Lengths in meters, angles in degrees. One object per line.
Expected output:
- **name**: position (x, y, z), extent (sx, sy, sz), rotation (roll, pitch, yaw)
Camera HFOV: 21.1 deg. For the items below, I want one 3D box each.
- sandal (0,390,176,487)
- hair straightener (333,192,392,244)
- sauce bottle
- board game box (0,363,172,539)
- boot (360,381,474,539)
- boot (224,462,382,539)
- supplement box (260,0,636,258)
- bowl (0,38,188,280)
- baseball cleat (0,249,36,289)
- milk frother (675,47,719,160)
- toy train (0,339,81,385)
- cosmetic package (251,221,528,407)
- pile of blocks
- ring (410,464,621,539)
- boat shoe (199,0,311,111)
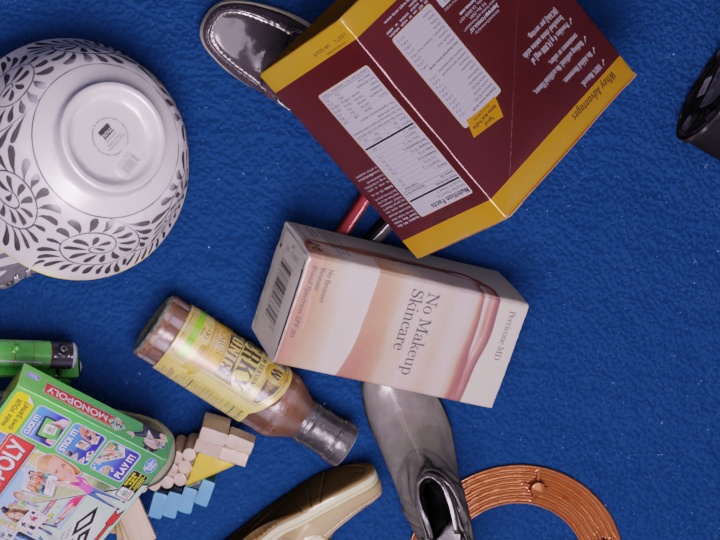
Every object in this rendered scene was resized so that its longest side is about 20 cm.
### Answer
- **sandal**: position (-0.251, 0.134, 1.590), extent (0.200, 0.057, 0.080), rotation (2, 70, 11)
- **hair straightener**: position (0.000, 0.000, 1.644), extent (0.077, 0.041, 0.200), rotation (34, 93, -10)
- **sauce bottle**: position (-0.093, 0.096, 1.637), extent (0.200, 0.065, 0.065), rotation (32, 94, -11)
- **board game box**: position (-0.258, 0.173, 1.560), extent (0.134, 0.029, 0.200), rotation (28, 126, -17)
- **boot**: position (0.057, 0.169, 1.622), extent (0.068, 0.131, 0.201), rotation (-20, 89, -1)
- **boot**: position (-0.036, 0.272, 1.665), extent (0.200, 0.072, 0.155), rotation (-35, 100, 5)
- **supplement box**: position (0.072, -0.157, 1.543), extent (0.200, 0.133, 0.197), rotation (50, 58, -10)
- **bowl**: position (-0.212, -0.097, 1.540), extent (0.200, 0.094, 0.201), rotation (4, 81, -26)
- **baseball cleat**: position (-0.274, -0.011, 1.597), extent (0.106, 0.070, 0.200), rotation (36, 94, -10)
- **milk frother**: position (0.396, -0.134, 1.592), extent (0.188, 0.200, 0.181), rotation (31, 90, -10)
- **toy train**: position (-0.324, 0.072, 1.588), extent (0.199, 0.056, 0.042), rotation (2, 65, -20)
- **cosmetic package**: position (0.024, 0.038, 1.604), extent (0.199, 0.087, 0.104), rotation (11, 106, -21)
- **pile of blocks**: position (-0.178, 0.179, 1.642), extent (0.199, 0.062, 0.082), rotation (-18, 101, 5)
- **ring**: position (0.138, 0.270, 1.712), extent (0.200, 0.019, 0.201), rotation (-1, 99, -6)
- **boat shoe**: position (-0.040, -0.161, 1.604), extent (0.200, 0.065, 0.072), rotation (32, 93, -10)
